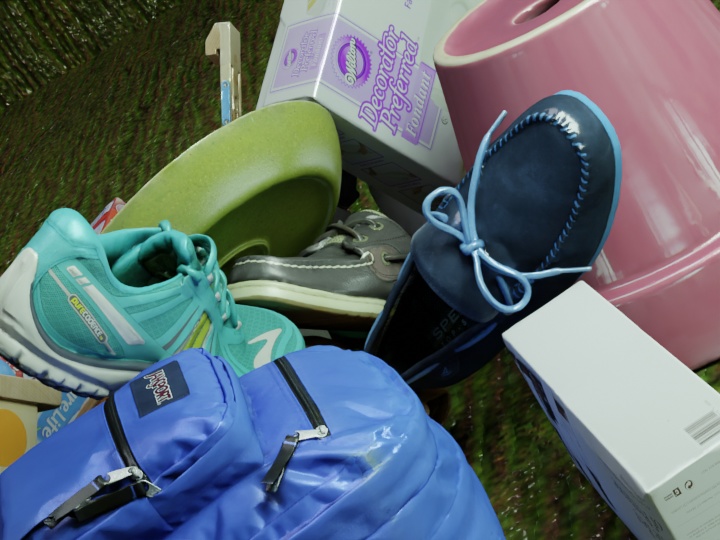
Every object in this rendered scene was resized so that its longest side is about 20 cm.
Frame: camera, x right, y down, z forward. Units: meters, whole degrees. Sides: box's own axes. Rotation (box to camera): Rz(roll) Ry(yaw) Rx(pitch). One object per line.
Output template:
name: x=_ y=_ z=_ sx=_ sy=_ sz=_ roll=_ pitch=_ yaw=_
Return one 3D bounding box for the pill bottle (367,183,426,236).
pill bottle: x=0.087 y=-0.105 z=1.193 sx=0.111 sy=0.112 sz=0.200 roll=-14 pitch=23 yaw=43

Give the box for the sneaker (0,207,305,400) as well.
sneaker: x=-0.085 y=0.021 z=0.816 sx=0.077 sy=0.200 sz=0.080 roll=36 pitch=102 yaw=33

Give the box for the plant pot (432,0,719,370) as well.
plant pot: x=0.134 y=-0.066 z=0.909 sx=0.199 sy=0.180 sz=0.200 roll=-28 pitch=19 yaw=10

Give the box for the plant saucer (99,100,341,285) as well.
plant saucer: x=-0.078 y=-0.004 z=0.941 sx=0.200 sy=0.031 sz=0.200 roll=-40 pitch=-20 yaw=-17

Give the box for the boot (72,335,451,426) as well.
boot: x=-0.046 y=0.085 z=0.887 sx=0.143 sy=0.071 sz=0.201 roll=15 pitch=27 yaw=23

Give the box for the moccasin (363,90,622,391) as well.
moccasin: x=0.060 y=0.002 z=0.838 sx=0.068 sy=0.081 sz=0.201 roll=-23 pitch=-29 yaw=-38

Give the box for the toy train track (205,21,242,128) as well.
toy train track: x=-0.093 y=-0.059 z=1.130 sx=0.032 sy=0.202 sz=0.115 roll=-4 pitch=-12 yaw=13

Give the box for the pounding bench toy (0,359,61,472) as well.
pounding bench toy: x=-0.287 y=0.132 z=1.038 sx=0.199 sy=0.157 sz=0.124 roll=-14 pitch=-19 yaw=38

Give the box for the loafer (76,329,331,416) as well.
loafer: x=-0.097 y=0.080 z=1.063 sx=0.199 sy=0.072 sz=0.063 roll=-22 pitch=-11 yaw=-47

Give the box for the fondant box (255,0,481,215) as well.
fondant box: x=0.043 y=-0.116 z=1.041 sx=0.058 sy=0.199 sz=0.145 roll=-9 pitch=61 yaw=49

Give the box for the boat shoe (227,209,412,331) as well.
boat shoe: x=0.001 y=0.000 z=0.976 sx=0.071 sy=0.067 sz=0.200 roll=-5 pitch=-7 yaw=42

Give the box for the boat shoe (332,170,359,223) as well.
boat shoe: x=-0.040 y=-0.067 z=1.083 sx=0.073 sy=0.061 sz=0.200 roll=17 pitch=0 yaw=17

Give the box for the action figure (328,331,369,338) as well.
action figure: x=-0.001 y=0.007 z=1.147 sx=0.118 sy=0.055 sz=0.200 roll=-25 pitch=19 yaw=-22

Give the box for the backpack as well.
backpack: x=-0.047 y=0.119 z=0.747 sx=0.199 sy=0.168 sz=0.163 roll=-31 pitch=25 yaw=-3

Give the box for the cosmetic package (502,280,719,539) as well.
cosmetic package: x=0.120 y=0.074 z=0.724 sx=0.050 sy=0.083 sz=0.200 roll=-34 pitch=17 yaw=-1

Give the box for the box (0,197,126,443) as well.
box: x=-0.188 y=0.065 z=1.146 sx=0.200 sy=0.095 sz=0.100 roll=-48 pitch=14 yaw=15
